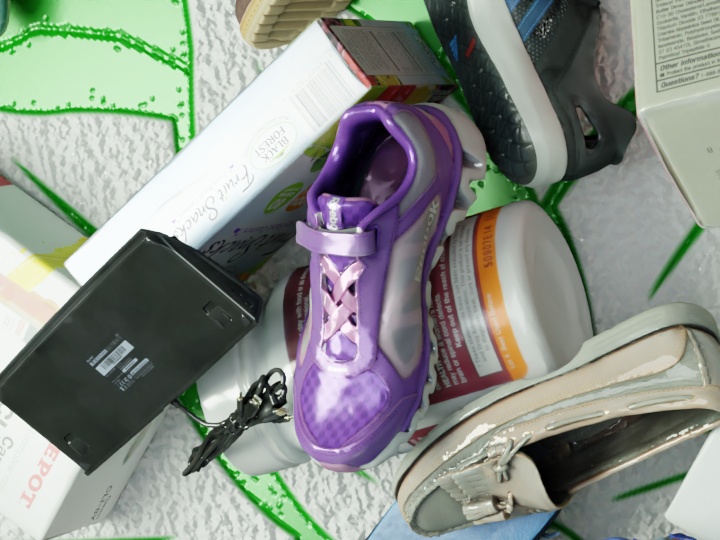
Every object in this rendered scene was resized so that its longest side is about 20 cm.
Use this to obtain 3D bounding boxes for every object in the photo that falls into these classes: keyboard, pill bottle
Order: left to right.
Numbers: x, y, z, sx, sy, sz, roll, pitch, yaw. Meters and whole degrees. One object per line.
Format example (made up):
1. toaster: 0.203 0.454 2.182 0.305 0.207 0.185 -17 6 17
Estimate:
1. keyboard: -0.108 0.057 1.340 0.127 0.021 0.200 41 138 -8
2. pill bottle: 0.018 0.042 1.373 0.199 0.114 0.115 -16 88 20

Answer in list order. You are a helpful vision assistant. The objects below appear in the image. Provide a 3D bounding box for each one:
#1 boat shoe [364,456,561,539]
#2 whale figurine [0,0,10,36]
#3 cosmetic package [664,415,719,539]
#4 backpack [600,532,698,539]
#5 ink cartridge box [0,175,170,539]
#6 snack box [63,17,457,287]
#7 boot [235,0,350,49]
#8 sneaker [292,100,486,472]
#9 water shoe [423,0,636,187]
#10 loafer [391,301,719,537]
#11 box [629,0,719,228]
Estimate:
1. boat shoe: 0.043 0.149 1.399 0.200 0.069 0.084 -38 76 21
2. whale figurine: -0.209 -0.234 1.443 0.158 0.104 0.201 31 104 15
3. cosmetic package: 0.244 0.056 1.291 0.081 0.113 0.201 30 105 16
4. backpack: 0.102 0.215 1.238 0.182 0.200 0.135 -29 75 25
5. ink cartridge box: -0.212 0.041 1.476 0.199 0.083 0.146 34 105 15
6. snack box: -0.052 -0.054 1.376 0.200 0.142 0.053 -42 79 18
7. boot: -0.041 -0.245 1.411 0.167 0.072 0.200 51 121 27
8. sneaker: 0.000 0.000 1.279 0.080 0.088 0.202 9 79 27
9. water shoe: 0.087 -0.137 1.366 0.078 0.072 0.201 -10 70 -21
10. loafer: 0.101 0.089 1.288 0.199 0.072 0.063 -34 50 22
11. box: 0.205 -0.141 1.241 0.127 0.109 0.201 -13 54 20
